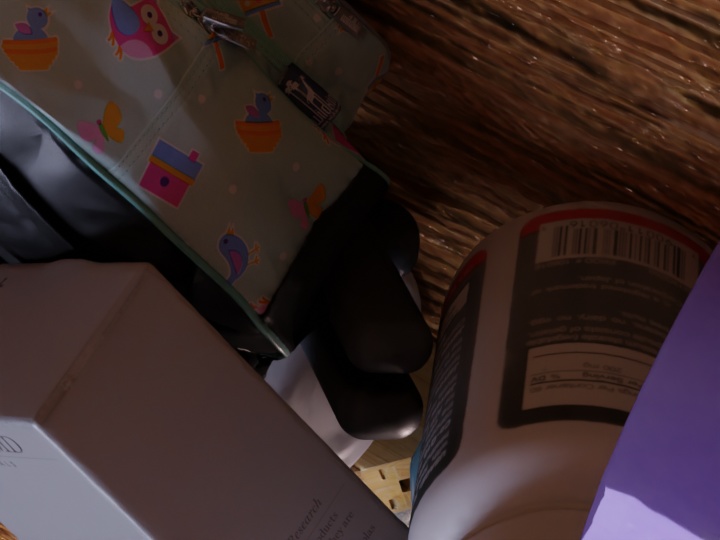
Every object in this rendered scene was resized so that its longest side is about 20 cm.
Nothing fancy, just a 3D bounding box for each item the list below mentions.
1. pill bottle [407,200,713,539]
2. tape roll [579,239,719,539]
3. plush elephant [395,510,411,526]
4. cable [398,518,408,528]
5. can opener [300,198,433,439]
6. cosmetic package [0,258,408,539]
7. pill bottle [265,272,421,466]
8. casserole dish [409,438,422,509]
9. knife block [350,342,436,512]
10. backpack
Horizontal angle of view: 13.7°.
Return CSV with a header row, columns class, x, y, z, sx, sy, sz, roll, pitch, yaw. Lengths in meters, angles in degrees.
class,x,y,z,sx,sy,sz,roll,pitch,yaw
pill bottle,0.075,0.075,1.005,0.113,0.200,0.114,3,124,5
tape roll,0.141,0.043,0.820,0.085,0.200,0.200,28,162,18
plush elephant,-0.075,0.108,1.489,0.200,0.155,0.165,32,163,6
cable,0.011,0.143,1.182,0.200,0.051,0.163,45,156,-2
can opener,0.000,0.000,1.134,0.066,0.053,0.200,2,-157,-10
cosmetic package,-0.054,0.087,1.024,0.200,0.071,0.101,47,154,-26
pill bottle,-0.083,0.008,1.305,0.199,0.111,0.111,26,162,25
casserole dish,0.067,0.128,1.299,0.039,0.122,0.200,-12,160,19
knife block,-0.031,0.031,1.387,0.064,0.199,0.176,71,-175,-66
backpack,-0.102,-0.069,1.056,0.200,0.154,0.176,34,165,-32
